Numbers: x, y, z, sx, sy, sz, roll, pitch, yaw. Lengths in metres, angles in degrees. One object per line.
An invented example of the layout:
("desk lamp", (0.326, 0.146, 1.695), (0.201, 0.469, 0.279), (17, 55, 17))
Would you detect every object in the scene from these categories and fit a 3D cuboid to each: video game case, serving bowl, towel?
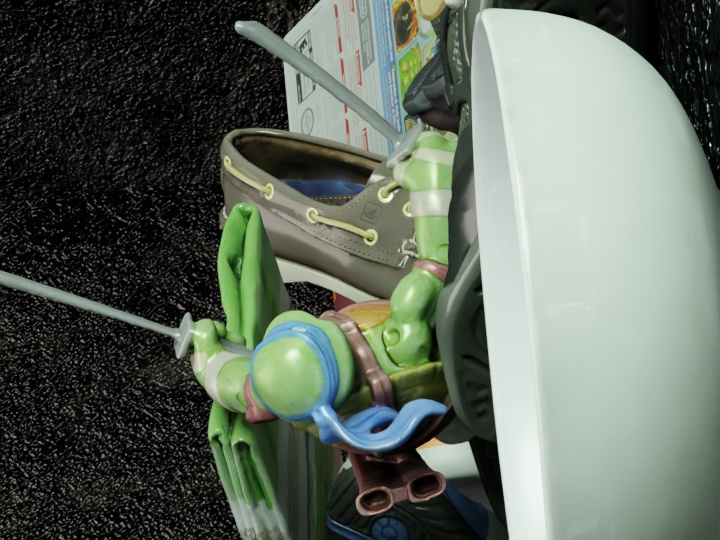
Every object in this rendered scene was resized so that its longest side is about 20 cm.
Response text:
("video game case", (0.025, -0.102, 1.288), (0.200, 0.018, 0.144), (-41, 45, 45))
("serving bowl", (0.073, 0.025, 0.747), (0.200, 0.066, 0.201), (175, 90, -90))
("towel", (-0.035, 0.090, 1.185), (0.150, 0.031, 0.200), (-92, -11, -48))

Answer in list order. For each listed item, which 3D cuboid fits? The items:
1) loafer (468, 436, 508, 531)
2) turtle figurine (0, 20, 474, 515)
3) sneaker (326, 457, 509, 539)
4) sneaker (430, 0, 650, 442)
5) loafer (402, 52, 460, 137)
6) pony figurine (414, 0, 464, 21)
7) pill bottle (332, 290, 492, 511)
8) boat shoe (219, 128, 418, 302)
("loafer", (0.071, 0.058, 1.223), (0.200, 0.072, 0.063), (-100, -5, -46))
("turtle figurine", (0.000, 0.000, 1.047), (0.194, 0.200, 0.144), (12, -72, -57))
("sneaker", (0.049, 0.141, 1.214), (0.200, 0.075, 0.077), (54, -147, -34))
("sneaker", (0.062, -0.042, 0.941), (0.114, 0.076, 0.200), (-93, 1, -63))
("loafer", (0.061, -0.072, 1.100), (0.063, 0.072, 0.200), (46, -176, -4))
("pony figurine", (0.024, -0.195, 0.739), (0.193, 0.166, 0.200), (-107, 24, -45))
("pill bottle", (0.043, 0.024, 1.341), (0.113, 0.112, 0.201), (86, 179, -66))
("boat shoe", (0.013, -0.024, 1.222), (0.072, 0.200, 0.060), (-33, -57, -38))
